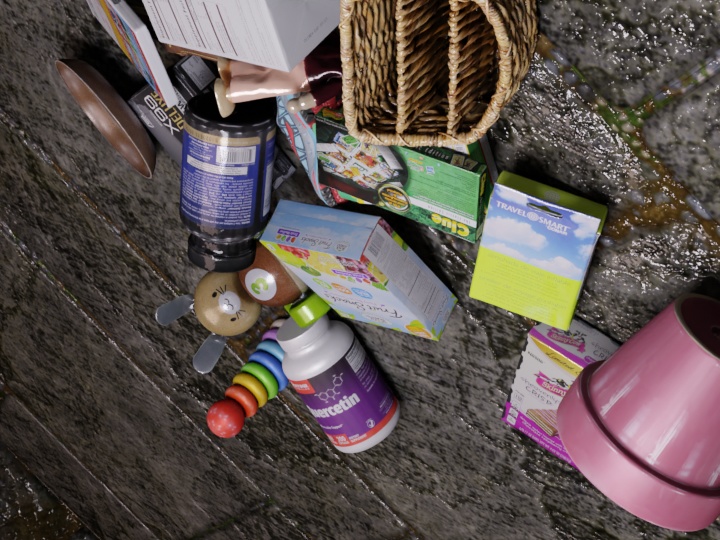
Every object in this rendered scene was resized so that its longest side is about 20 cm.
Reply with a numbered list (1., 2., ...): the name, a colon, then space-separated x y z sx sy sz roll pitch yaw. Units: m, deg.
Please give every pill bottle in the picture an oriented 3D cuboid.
1. pill bottle: -0.162 -0.104 1.637 0.111 0.112 0.201 24 122 28
2. pill bottle: -0.035 0.151 1.901 0.112 0.113 0.201 -3 127 51

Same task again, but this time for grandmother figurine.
1. grandmother figurine: -0.054 -0.216 1.459 0.198 0.122 0.061 -4 156 12

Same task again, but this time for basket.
1. basket: 0.077 -0.207 1.298 0.142 0.149 0.201 29 146 22

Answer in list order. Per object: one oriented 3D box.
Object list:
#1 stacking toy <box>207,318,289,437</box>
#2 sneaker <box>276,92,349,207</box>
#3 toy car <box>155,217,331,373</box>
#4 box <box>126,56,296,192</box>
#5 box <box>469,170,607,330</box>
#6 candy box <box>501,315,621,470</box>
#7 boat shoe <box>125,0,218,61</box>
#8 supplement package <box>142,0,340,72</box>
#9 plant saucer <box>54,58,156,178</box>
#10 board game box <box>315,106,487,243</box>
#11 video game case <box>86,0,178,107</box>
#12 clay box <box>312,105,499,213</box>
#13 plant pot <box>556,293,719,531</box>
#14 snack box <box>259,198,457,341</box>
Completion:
1. stacking toy: -0.150 0.163 1.963 0.085 0.200 0.086 29 147 21
2. sneaker: -0.050 -0.169 1.585 0.095 0.079 0.201 34 148 47
3. toy car: -0.167 0.036 1.797 0.165 0.200 0.158 53 176 -9
4. box: -0.194 -0.175 1.745 0.200 0.050 0.157 51 149 -14
5. box: 0.191 -0.025 1.465 0.121 0.048 0.201 19 144 10
6. candy box: 0.251 0.146 1.616 0.136 0.061 0.201 33 147 18
7. boat shoe: -0.206 -0.291 1.603 0.199 0.072 0.068 31 153 32
8. supplement package: -0.133 -0.303 1.453 0.199 0.114 0.110 18 143 35
9. plant saucer: -0.337 -0.211 1.836 0.200 0.032 0.200 48 168 13
10. board game box: 0.042 -0.104 1.475 0.199 0.023 0.105 22 139 19
11. video game case: -0.293 -0.303 1.643 0.200 0.017 0.143 50 168 30
12. clay box: 0.050 -0.127 1.504 0.199 0.048 0.115 8 135 34
13. plant pot: 0.326 0.131 1.379 0.199 0.200 0.180 36 121 11
14. snack box: 0.000 0.000 1.664 0.168 0.068 0.200 12 159 41
